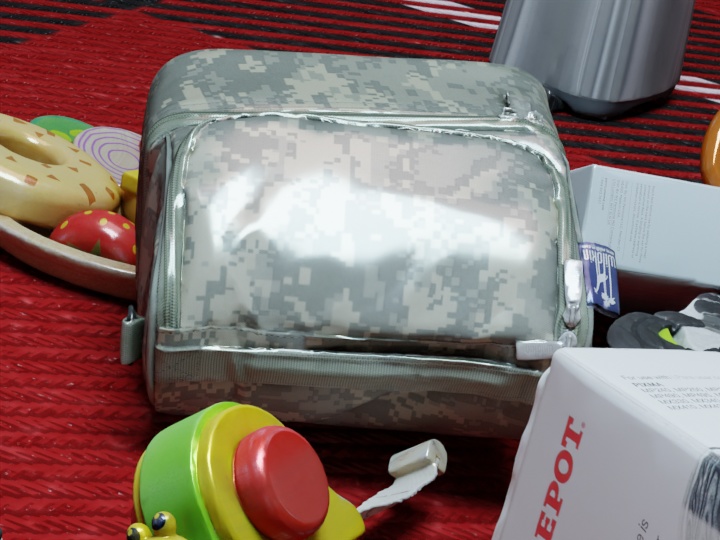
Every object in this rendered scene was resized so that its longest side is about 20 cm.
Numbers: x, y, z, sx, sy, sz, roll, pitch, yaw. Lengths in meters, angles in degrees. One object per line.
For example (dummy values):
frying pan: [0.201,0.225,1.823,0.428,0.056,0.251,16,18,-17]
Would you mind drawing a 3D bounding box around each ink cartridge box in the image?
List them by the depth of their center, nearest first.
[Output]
ink cartridge box: [0.129,0.128,0.758,0.084,0.146,0.200,1,22,-37]

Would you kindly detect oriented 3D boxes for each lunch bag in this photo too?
lunch bag: [0.000,0.000,1.049,0.198,0.140,0.168,4,32,-5]

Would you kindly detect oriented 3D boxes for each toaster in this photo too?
toaster: [0.167,-0.188,1.752,0.113,0.130,0.200,21,20,24]

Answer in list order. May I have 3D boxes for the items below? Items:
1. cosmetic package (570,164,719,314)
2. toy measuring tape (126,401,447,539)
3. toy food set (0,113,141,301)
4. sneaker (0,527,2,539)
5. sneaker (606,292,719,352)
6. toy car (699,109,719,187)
cosmetic package: [0.148,-0.009,1.219,0.150,0.052,0.200,11,-6,-14]
toy measuring tape: [-0.030,0.074,0.914,0.073,0.074,0.200,21,22,22]
toy food set: [-0.104,-0.036,1.234,0.199,0.049,0.197,24,21,30]
sneaker: [-0.199,0.107,0.734,0.080,0.074,0.199,9,7,36]
sneaker: [0.156,0.060,1.088,0.074,0.082,0.199,25,16,31]
toy car: [0.289,-0.064,1.478,0.199,0.176,0.150,0,-14,-35]
